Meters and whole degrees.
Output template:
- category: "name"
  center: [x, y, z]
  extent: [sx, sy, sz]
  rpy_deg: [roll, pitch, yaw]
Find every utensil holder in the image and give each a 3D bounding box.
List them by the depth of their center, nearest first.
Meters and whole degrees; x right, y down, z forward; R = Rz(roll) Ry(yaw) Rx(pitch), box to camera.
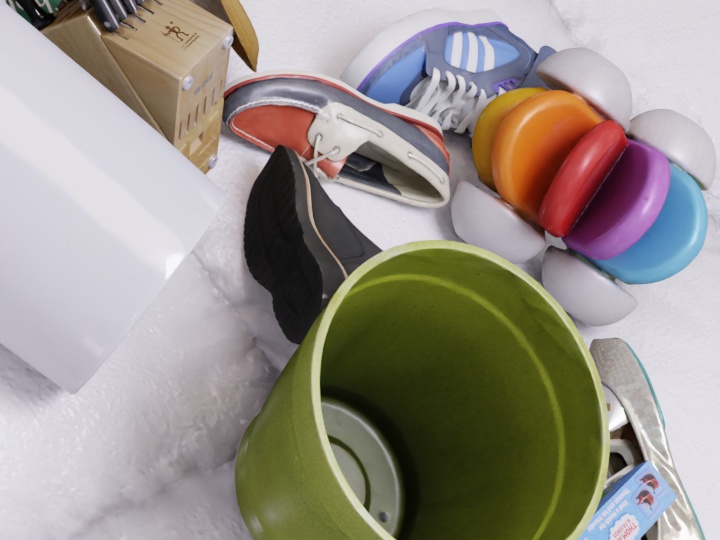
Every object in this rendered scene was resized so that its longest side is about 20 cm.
- category: "utensil holder"
  center: [-0.204, -0.048, 1.072]
  extent: [0.199, 0.170, 0.170]
  rpy_deg: [39, 45, -7]

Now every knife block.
- category: "knife block"
  center: [-0.175, -0.152, 1.179]
  extent: [0.175, 0.201, 0.064]
  rpy_deg: [31, 53, 14]

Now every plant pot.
- category: "plant pot"
  center: [0.016, 0.110, 1.081]
  extent: [0.199, 0.193, 0.202]
  rpy_deg: [12, 64, -26]

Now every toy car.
- category: "toy car"
  center: [0.179, -0.061, 1.328]
  extent: [0.199, 0.150, 0.176]
  rpy_deg: [34, 90, -11]

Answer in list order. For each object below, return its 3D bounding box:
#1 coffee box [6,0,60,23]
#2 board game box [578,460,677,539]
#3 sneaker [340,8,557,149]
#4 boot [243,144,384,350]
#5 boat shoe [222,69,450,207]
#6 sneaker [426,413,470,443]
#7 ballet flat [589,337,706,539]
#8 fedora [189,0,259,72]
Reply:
- category: "coffee box"
  center: [-0.251, -0.187, 1.225]
  extent: [0.122, 0.044, 0.201]
  rpy_deg: [-23, 75, -44]
- category: "board game box"
  center: [0.099, 0.210, 1.111]
  extent: [0.037, 0.151, 0.200]
  rpy_deg: [49, 45, 5]
- category: "sneaker"
  center: [0.091, -0.130, 1.400]
  extent: [0.199, 0.081, 0.147]
  rpy_deg: [-19, 67, -48]
- category: "boot"
  center: [0.000, 0.000, 1.231]
  extent: [0.137, 0.078, 0.201]
  rpy_deg: [17, 34, -27]
- category: "boat shoe"
  center: [-0.016, -0.095, 1.312]
  extent: [0.198, 0.071, 0.063]
  rpy_deg: [14, 55, -33]
- category: "sneaker"
  center: [0.105, 0.098, 1.259]
  extent: [0.115, 0.076, 0.200]
  rpy_deg: [60, 21, -19]
- category: "ballet flat"
  center: [0.197, 0.137, 1.297]
  extent: [0.062, 0.068, 0.202]
  rpy_deg: [-7, 63, -27]
- category: "fedora"
  center: [-0.153, -0.210, 1.261]
  extent: [0.082, 0.201, 0.201]
  rpy_deg: [-36, 81, -4]
